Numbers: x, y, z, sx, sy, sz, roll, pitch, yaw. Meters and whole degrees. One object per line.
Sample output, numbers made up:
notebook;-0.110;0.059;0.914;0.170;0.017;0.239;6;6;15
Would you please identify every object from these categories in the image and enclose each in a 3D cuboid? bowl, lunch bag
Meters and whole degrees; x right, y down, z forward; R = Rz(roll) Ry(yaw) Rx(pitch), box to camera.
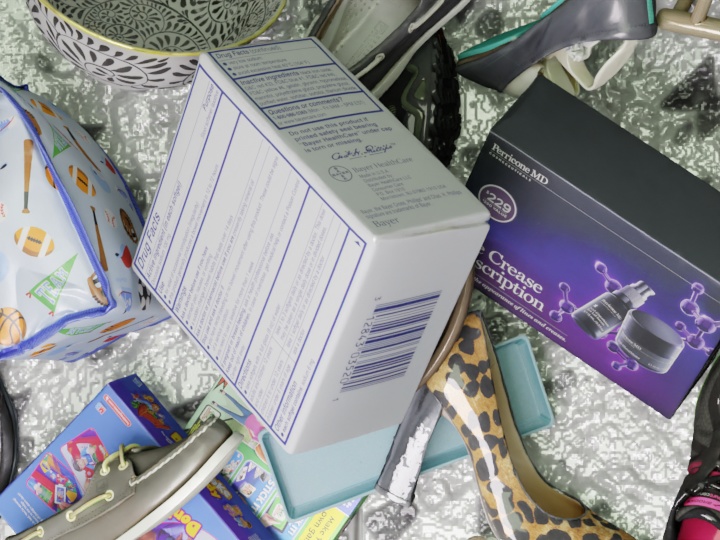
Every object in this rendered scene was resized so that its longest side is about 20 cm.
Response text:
bowl;-0.156;-0.189;1.752;0.200;0.094;0.201;10;46;-10
lunch bag;-0.229;-0.041;1.734;0.124;0.170;0.200;-24;85;9

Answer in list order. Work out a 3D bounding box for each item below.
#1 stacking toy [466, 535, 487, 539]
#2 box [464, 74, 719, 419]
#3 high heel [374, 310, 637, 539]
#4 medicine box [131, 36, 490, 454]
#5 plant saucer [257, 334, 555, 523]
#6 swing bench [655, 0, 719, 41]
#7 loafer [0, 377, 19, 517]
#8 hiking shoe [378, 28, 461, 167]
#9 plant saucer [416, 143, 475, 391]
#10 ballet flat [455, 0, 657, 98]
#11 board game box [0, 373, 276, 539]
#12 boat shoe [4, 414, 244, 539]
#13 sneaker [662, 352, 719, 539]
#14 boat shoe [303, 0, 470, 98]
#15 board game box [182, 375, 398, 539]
stacking toy;0.143;0.263;1.704;0.200;0.085;0.086;28;91;4
box;0.165;-0.015;1.677;0.200;0.141;0.079;34;47;10
high heel;0.123;0.119;1.697;0.200;0.071;0.143;21;101;-3
medicine box;-0.038;-0.019;1.615;0.200;0.103;0.182;48;132;32
plant saucer;0.031;0.108;1.728;0.199;0.019;0.070;-20;102;-5
swing bench;0.330;-0.220;1.635;0.200;0.130;0.199;26;53;8
loafer;-0.289;0.086;1.782;0.073;0.072;0.201;-8;86;7
hiking shoe;0.014;-0.146;1.758;0.100;0.076;0.201;-6;76;17
plant saucer;0.000;0.000;1.699;0.200;0.029;0.201;-5;82;36
ballet flat;0.134;-0.148;1.685;0.073;0.200;0.073;11;69;-30
board game box;-0.146;0.192;1.748;0.134;0.045;0.200;-44;81;21
boat shoe;-0.162;0.155;1.686;0.202;0.072;0.060;-40;87;25
sneaker;0.249;0.150;1.686;0.077;0.084;0.201;11;88;9
boat shoe;0.027;-0.195;1.693;0.074;0.060;0.200;40;89;20
board game box;-0.032;0.096;1.763;0.134;0.029;0.200;34;92;10
